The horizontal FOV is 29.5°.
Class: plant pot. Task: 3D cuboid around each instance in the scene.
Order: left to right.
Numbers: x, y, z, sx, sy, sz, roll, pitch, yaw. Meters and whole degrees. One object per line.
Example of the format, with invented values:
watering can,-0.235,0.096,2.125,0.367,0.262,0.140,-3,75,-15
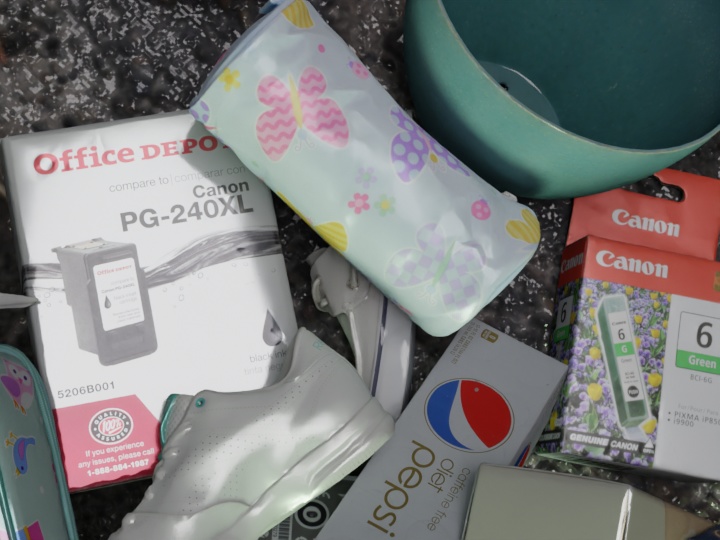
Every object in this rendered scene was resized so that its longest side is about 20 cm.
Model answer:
plant pot,0.107,-0.121,0.808,0.200,0.135,0.200,10,60,-17

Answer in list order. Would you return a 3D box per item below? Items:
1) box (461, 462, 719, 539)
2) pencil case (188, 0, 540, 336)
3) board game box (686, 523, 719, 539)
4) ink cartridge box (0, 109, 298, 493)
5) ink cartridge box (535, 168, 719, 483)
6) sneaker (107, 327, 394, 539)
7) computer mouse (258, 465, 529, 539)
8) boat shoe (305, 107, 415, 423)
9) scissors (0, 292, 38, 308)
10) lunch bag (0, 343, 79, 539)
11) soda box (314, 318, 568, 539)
box,0.142,0.166,0.740,0.200,0.095,0.078,29,69,-51
pencil case,0.004,-0.055,0.736,0.200,0.083,0.091,42,86,-7
board game box,0.237,0.198,0.761,0.200,0.035,0.136,-5,96,-53
ink cartridge box,-0.117,0.015,0.777,0.145,0.083,0.200,-10,83,-12
ink cartridge box,0.179,0.025,0.850,0.109,0.050,0.200,11,79,-9
sneaker,-0.084,0.108,0.699,0.200,0.075,0.089,-36,86,-17
computer mouse,0.003,0.152,0.790,0.200,0.044,0.110,7,49,-3
boat shoe,0.000,0.000,0.812,0.066,0.072,0.200,0,84,3
scissors,-0.272,0.009,0.743,0.200,0.014,0.073,-14,86,15
lunch bag,-0.248,0.131,0.704,0.200,0.077,0.161,-17,87,16
soda box,0.041,0.120,0.753,0.068,0.064,0.200,27,50,14
